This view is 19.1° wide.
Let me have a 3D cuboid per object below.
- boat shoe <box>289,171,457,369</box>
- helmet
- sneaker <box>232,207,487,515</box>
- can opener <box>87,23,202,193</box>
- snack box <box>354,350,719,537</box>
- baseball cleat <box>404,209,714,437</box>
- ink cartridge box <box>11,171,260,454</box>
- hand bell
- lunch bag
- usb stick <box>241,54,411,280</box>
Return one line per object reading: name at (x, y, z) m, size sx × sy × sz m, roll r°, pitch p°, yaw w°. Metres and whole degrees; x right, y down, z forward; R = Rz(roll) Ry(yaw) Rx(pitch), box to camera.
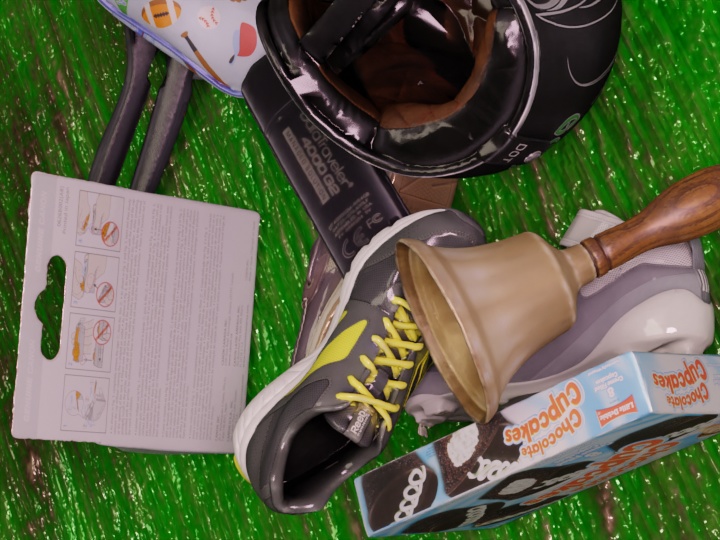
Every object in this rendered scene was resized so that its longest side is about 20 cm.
boat shoe at (0.000, 0.000, 1.301) m, size 0.065 × 0.072 × 0.202 m, roll 20°, pitch 93°, yaw 50°
helmet at (0.051, -0.153, 1.192) m, size 0.198 × 0.191 × 0.202 m, roll 8°, pitch 115°, yaw 17°
sneaker at (0.009, 0.058, 1.181) m, size 0.201 × 0.074 × 0.085 m, roll -54°, pitch 22°, yaw 11°
can opener at (-0.142, -0.118, 1.463) m, size 0.063 × 0.079 × 0.202 m, roll 14°, pitch 99°, yaw 4°
snack box at (0.107, 0.095, 1.154) m, size 0.199 × 0.116 × 0.037 m, roll -29°, pitch 69°, yaw 37°
baseball cleat at (0.110, 0.028, 1.205) m, size 0.199 × 0.070 × 0.107 m, roll -16°, pitch 66°, yaw 31°
ink cartridge box at (-0.149, 0.032, 1.342) m, size 0.050 × 0.199 × 0.164 m, roll 0°, pitch 84°, yaw 42°
hand bell at (0.128, -0.010, 1.119) m, size 0.199 × 0.104 × 0.104 m, roll -26°, pitch 58°, yaw -11°
lunch bag at (-0.071, -0.214, 1.356) m, size 0.160 × 0.076 × 0.201 m, roll 34°, pitch 112°, yaw -1°
usb stick at (-0.020, -0.066, 1.277) m, size 0.055 × 0.033 × 0.201 m, roll -40°, pitch 46°, yaw 11°
